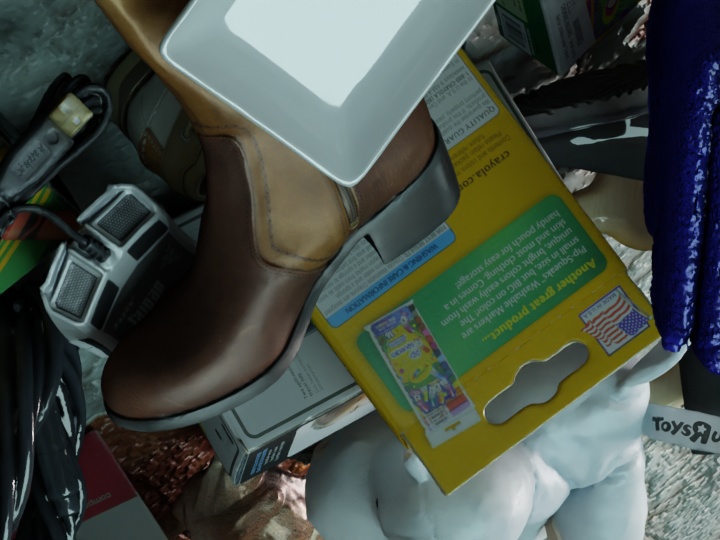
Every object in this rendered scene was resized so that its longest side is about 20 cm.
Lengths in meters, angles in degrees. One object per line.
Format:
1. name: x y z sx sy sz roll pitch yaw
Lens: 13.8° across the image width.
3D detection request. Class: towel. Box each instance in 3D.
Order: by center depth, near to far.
1. towel: 0.146 -0.050 1.299 0.049 0.200 0.148 -3 107 3

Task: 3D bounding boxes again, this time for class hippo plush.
1. hippo plush: 0.067 0.110 1.455 0.161 0.200 0.160 -40 124 -38

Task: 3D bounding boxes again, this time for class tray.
1. tray: 0.015 -0.139 1.159 0.107 0.022 0.200 35 95 -29

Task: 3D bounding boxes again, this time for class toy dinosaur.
1. toy dinosaur: -0.046 0.128 1.556 0.135 0.086 0.200 -41 155 -7

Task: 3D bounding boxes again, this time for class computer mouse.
1. computer mouse: -0.109 -0.001 1.260 0.110 0.044 0.200 -56 144 -10

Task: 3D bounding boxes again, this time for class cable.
1. cable: -0.150 0.095 1.333 0.163 0.051 0.201 65 36 -69

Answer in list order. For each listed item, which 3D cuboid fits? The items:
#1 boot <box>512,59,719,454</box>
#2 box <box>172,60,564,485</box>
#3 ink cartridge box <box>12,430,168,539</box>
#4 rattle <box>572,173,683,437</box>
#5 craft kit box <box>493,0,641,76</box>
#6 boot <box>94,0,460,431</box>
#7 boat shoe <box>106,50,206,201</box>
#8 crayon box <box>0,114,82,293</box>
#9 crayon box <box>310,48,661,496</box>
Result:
1. boot: 0.158 -0.003 1.485 0.164 0.066 0.201 -15 105 -19
2. box: 0.000 0.000 1.389 0.200 0.117 0.060 -29 167 -16
3. ink cartridge box: -0.116 0.205 1.466 0.083 0.200 0.145 -24 146 -20
4. rattle: 0.149 -0.011 1.588 0.143 0.130 0.201 52 59 -76
5. craft kit box: 0.126 -0.211 1.281 0.198 0.048 0.200 -46 151 -14
6. boot: -0.062 -0.051 1.193 0.188 0.068 0.200 -35 131 -6
7. boat shoe: -0.019 -0.112 1.272 0.200 0.068 0.075 -47 145 13
8. crayon box: -0.226 0.001 1.233 0.200 0.051 0.127 -39 149 3
9. crayon box: 0.029 -0.013 1.324 0.126 0.200 0.052 -36 169 -3
